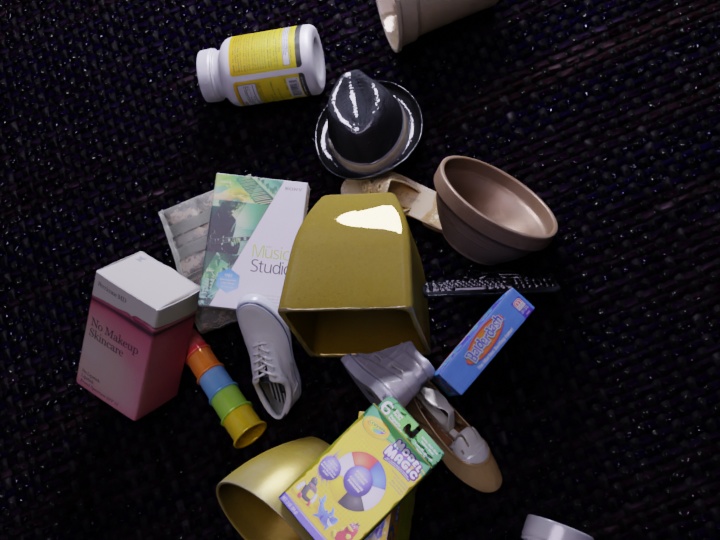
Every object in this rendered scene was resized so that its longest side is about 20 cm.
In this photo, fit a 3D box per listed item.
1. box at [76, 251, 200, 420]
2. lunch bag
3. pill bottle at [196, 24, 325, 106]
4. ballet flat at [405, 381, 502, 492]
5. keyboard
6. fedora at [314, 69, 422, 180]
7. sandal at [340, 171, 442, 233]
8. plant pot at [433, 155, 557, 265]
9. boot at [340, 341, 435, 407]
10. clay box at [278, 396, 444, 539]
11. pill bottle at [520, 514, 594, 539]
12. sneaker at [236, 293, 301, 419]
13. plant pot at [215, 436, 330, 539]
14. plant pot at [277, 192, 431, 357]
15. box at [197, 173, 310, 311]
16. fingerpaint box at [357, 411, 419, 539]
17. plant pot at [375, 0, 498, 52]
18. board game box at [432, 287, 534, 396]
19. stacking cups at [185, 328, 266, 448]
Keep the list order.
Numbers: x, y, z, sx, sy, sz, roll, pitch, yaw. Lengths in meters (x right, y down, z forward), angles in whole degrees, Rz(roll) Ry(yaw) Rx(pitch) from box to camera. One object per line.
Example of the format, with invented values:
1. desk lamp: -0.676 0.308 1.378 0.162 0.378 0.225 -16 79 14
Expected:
1. box: -0.334 0.098 1.612 0.126 0.109 0.203 28 119 20
2. lunch bag: -0.205 -0.019 1.669 0.161 0.118 0.203 -21 77 1
3. pill bottle: -0.163 -0.332 1.757 0.196 0.113 0.115 -6 71 10
4. ballet flat: 0.129 0.231 1.531 0.068 0.064 0.200 -31 64 -33
5. keyboard: 0.186 0.012 1.560 0.195 0.104 0.041 -1 97 1
6. fedora: 0.003 -0.243 1.677 0.196 0.092 0.204 -9 55 13
7. sandal: 0.060 -0.120 1.662 0.208 0.070 0.079 20 78 18
8. plant pot: 0.185 -0.074 1.582 0.200 0.200 0.094 40 120 20
9. boot: 0.043 0.142 1.540 0.095 0.200 0.074 -38 112 -9
10. clay box: 0.004 0.265 1.382 0.200 0.048 0.115 -44 77 -8
11. pill bottle: 0.235 0.437 1.422 0.112 0.114 0.203 17 77 17
12. sneaker: -0.132 0.128 1.560 0.072 0.203 0.071 -10 32 17
13. plant pot: -0.084 0.321 1.509 0.198 0.202 0.142 33 57 20
14. plant pot: 0.000 0.000 1.581 0.191 0.195 0.204 -2 66 12
15. box: -0.157 -0.037 1.591 0.141 0.036 0.204 6 79 3
16. fingerpaint box: 0.028 0.312 1.481 0.072 0.167 0.204 6 75 14
17. plant pot: 0.121 -0.468 1.709 0.180 0.201 0.204 -14 69 -4
18. board game box: 0.165 0.104 1.496 0.045 0.200 0.153 40 84 6
19. stacking cups: -0.222 0.177 1.641 0.060 0.061 0.201 -40 67 -2
